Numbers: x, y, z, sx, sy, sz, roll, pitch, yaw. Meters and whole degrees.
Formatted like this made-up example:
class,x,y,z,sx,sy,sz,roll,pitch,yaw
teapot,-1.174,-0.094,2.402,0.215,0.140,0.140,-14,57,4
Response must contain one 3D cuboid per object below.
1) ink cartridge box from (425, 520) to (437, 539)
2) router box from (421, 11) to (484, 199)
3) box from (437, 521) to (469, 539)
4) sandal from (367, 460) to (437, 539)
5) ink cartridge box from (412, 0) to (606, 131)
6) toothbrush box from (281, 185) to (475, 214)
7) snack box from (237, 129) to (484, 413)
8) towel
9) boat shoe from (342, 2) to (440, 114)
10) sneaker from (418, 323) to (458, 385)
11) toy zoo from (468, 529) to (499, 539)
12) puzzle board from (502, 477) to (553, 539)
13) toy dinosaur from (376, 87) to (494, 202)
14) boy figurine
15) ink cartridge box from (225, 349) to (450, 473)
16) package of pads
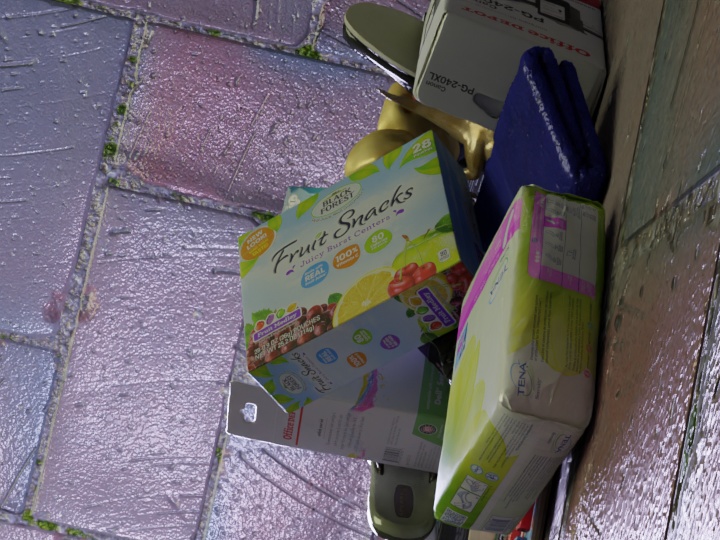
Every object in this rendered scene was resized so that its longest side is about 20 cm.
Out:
class,x,y,z,sx,sy,sz,roll,pitch,yaw
ink cartridge box,0.053,0.268,1.755,0.163,0.057,0.201,-85,-1,-57
router box,0.118,-0.164,1.856,0.051,0.148,0.201,104,179,-52
box,0.106,0.137,1.653,0.200,0.049,0.162,-80,-1,-70
sandal,0.040,0.166,1.670,0.202,0.079,0.058,-97,7,-55
ink cartridge box,0.128,-0.190,1.541,0.200,0.144,0.084,-80,10,-64
toothbrush box,0.042,-0.014,1.641,0.146,0.199,0.086,24,-106,-50
snack box,0.000,0.000,1.488,0.068,0.199,0.169,50,-159,-38
towel,0.143,-0.057,1.419,0.201,0.049,0.148,103,155,-50
boat shoe,0.067,-0.171,1.639,0.063,0.200,0.074,-56,7,46
sneaker,0.101,0.071,1.456,0.076,0.088,0.200,-41,30,-3
toy zoo,0.091,0.241,1.414,0.200,0.020,0.132,80,-159,-71
puzzle board,0.117,0.181,1.323,0.151,0.017,0.202,105,178,-75
toy dinosaur,0.111,-0.108,1.604,0.058,0.199,0.102,-43,-34,-34
boy figurine,0.056,-0.115,1.684,0.064,0.125,0.200,-23,11,37
ink cartridge box,-0.013,0.109,1.581,0.117,0.198,0.068,102,177,-60
package of pads,0.110,0.058,1.239,0.155,0.068,0.201,115,168,-50
